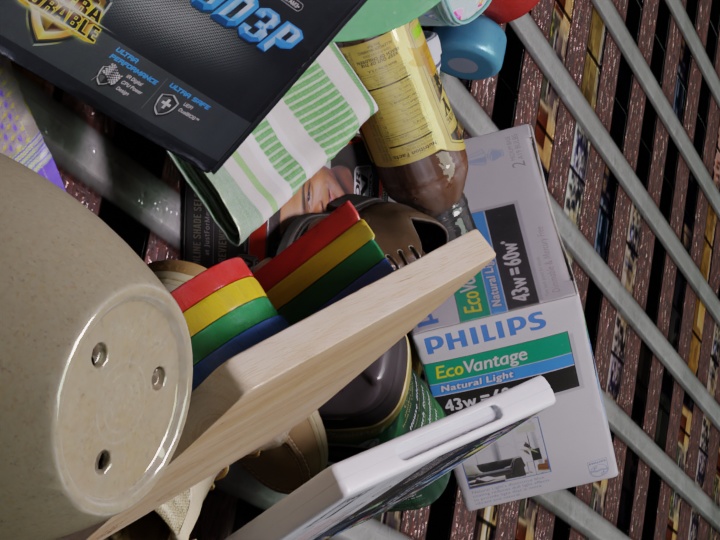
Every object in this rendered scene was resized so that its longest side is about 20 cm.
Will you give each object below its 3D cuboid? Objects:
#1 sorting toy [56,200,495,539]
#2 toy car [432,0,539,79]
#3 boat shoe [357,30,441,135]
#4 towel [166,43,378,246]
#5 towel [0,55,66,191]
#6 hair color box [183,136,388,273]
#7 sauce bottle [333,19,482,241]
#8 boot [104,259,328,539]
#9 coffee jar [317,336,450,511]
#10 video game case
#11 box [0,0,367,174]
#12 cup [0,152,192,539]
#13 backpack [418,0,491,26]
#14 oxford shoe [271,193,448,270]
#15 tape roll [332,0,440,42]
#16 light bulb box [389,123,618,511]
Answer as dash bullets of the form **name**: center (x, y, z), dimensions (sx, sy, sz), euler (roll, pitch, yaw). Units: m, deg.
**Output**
- **sorting toy**: center (-0.061, 0.044, 1.033), dimensions (0.199, 0.199, 0.070), euler (-27, 79, -46)
- **toy car**: center (0.148, -0.260, 1.552), dimensions (0.177, 0.199, 0.186), euler (49, 49, -60)
- **boat shoe**: center (0.023, -0.122, 1.425), dimensions (0.200, 0.073, 0.067), euler (-38, 120, -62)
- **towel**: center (-0.069, -0.118, 1.186), dimensions (0.153, 0.023, 0.200), euler (56, 32, -8)
- **towel**: center (-0.183, -0.006, 1.013), dimensions (0.144, 0.023, 0.201), euler (-66, 150, -42)
- **hair color box**: center (-0.044, -0.035, 1.300), dimensions (0.200, 0.061, 0.102), euler (-15, 108, -66)
- **sauce bottle**: center (0.032, -0.091, 1.319), dimensions (0.065, 0.064, 0.201), euler (-56, 132, -50)
- **boot**: center (-0.093, 0.113, 1.180), dimensions (0.200, 0.072, 0.156), euler (61, 37, -43)
- **coffee jar**: center (-0.005, 0.091, 1.342), dimensions (0.200, 0.103, 0.086), euler (63, 31, -61)
- **video game case**: center (-0.001, 0.134, 1.220), dimensions (0.181, 0.200, 0.023), euler (-19, 76, -41)
- **box**: center (-0.093, -0.151, 0.993), dimensions (0.159, 0.046, 0.200), euler (-47, 140, 10)
- **cup**: center (-0.160, 0.044, 0.884), dimensions (0.200, 0.142, 0.202), euler (-29, 125, -54)
- **backpack**: center (0.053, -0.269, 1.391), dimensions (0.176, 0.152, 0.202), euler (-47, 144, -64)
- **oxford shoe**: center (0.000, 0.000, 1.227), dimensions (0.200, 0.084, 0.073), euler (-42, 135, -57)
- **tape roll**: center (-0.017, -0.234, 1.145), dimensions (0.048, 0.199, 0.202), euler (-123, -152, -70)
- **light bulb box**: center (0.104, 0.035, 1.509), dimensions (0.199, 0.124, 0.201), euler (-100, 174, -47)
